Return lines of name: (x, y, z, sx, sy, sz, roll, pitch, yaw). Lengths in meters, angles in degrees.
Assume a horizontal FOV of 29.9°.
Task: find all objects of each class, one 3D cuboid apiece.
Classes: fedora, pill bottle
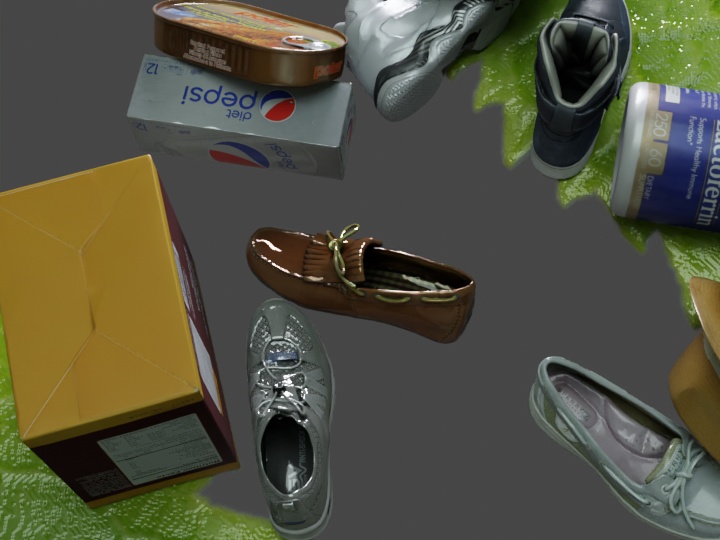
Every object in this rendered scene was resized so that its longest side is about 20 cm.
fedora: (0.300, 0.097, 1.054, 0.082, 0.200, 0.202, -45, 66, 24)
pill bottle: (0.317, -0.088, 1.141, 0.197, 0.116, 0.117, 9, 67, 8)

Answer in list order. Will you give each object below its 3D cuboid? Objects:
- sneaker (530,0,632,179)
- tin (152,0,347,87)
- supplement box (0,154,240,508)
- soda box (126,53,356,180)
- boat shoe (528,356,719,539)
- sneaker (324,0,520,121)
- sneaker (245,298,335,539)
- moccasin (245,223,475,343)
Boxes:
sneaker: (0.200, -0.201, 1.184, 0.076, 0.147, 0.205, 12, 66, 11)
tin: (-0.101, -0.207, 1.219, 0.198, 0.042, 0.111, 22, 32, 32)
supplement box: (-0.191, 0.054, 1.066, 0.131, 0.201, 0.200, -14, 66, -3)
soda box: (-0.106, -0.138, 1.220, 0.197, 0.064, 0.069, 9, 67, 7)
boat shoe: (0.221, 0.141, 1.074, 0.201, 0.065, 0.074, 39, 74, 18)
sneaker: (0.058, -0.239, 1.247, 0.115, 0.075, 0.200, 42, 78, 17)
sneaker: (-0.054, 0.111, 1.096, 0.074, 0.082, 0.203, -11, 66, -1)
moccasin: (-0.001, 0.001, 1.136, 0.199, 0.078, 0.074, 20, 45, 12)
